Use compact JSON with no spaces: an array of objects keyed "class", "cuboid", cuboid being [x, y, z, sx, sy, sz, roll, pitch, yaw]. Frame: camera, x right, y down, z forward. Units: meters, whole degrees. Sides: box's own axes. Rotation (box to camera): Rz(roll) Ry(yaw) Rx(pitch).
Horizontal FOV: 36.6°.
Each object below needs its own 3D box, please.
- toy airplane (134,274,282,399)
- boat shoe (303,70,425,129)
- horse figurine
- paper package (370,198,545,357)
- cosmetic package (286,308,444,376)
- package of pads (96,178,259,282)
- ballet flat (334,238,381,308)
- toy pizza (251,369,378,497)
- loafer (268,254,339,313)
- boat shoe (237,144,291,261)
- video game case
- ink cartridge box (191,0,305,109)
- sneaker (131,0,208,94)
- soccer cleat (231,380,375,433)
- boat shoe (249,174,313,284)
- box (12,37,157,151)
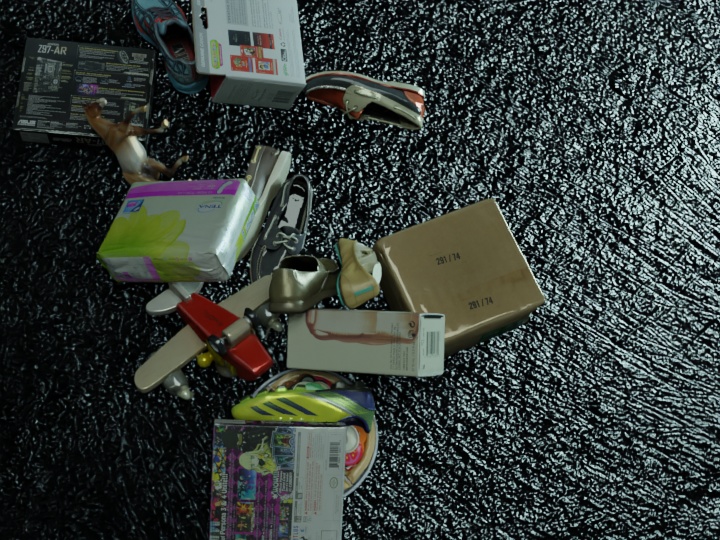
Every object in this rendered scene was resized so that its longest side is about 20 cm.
[{"class":"toy airplane","cuboid":[-0.207,0.092,1.534,0.199,0.141,0.200,-8,41,10]},{"class":"boat shoe","cuboid":[0.005,-0.267,1.722,0.199,0.071,0.063,8,72,-9]},{"class":"horse figurine","cuboid":[-0.321,-0.171,1.606,0.200,0.132,0.050,60,38,-29]},{"class":"paper package","cuboid":[0.139,0.018,1.614,0.199,0.104,0.191,-21,76,-15]},{"class":"cosmetic package","cuboid":[0.008,0.098,1.512,0.199,0.103,0.088,1,88,24]},{"class":"package of pads","cuboid":[-0.260,-0.055,1.547,0.199,0.068,0.155,-1,49,21]},{"class":"ballet flat","cuboid":[0.000,0.000,1.567,0.063,0.200,0.069,-19,113,6]},{"class":"toy pizza","cuboid":[-0.072,0.232,1.543,0.199,0.032,0.201,3,69,-7]},{"class":"loafer","cuboid":[-0.075,0.009,1.547,0.076,0.200,0.068,2,104,13]},{"class":"boat shoe","cuboid":[-0.168,-0.104,1.635,0.059,0.072,0.201,21,65,7]},{"class":"video game case","cuboid":[-0.112,0.303,1.469,0.180,0.036,0.201,2,94,-7]},{"class":"ink cartridge box","cuboid":[-0.188,-0.366,1.700,0.175,0.084,0.201,3,68,-24]},{"class":"sneaker","cuboid":[-0.294,-0.379,1.704,0.079,0.096,0.200,-30,76,-17]},{"class":"soccer cleat","cuboid":[-0.077,0.201,1.503,0.199,0.065,0.084,-4,78,-9]},{"class":"boat shoe","cuboid":[-0.117,-0.054,1.625,0.072,0.063,0.201,18,70,-4]},{"class":"box","cuboid":[-0.421,-0.270,1.674,0.199,0.044,0.161,4,69,-7]}]
